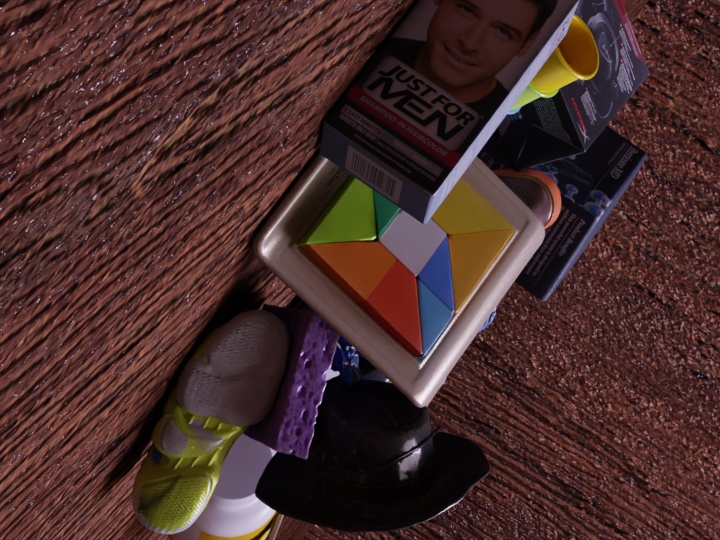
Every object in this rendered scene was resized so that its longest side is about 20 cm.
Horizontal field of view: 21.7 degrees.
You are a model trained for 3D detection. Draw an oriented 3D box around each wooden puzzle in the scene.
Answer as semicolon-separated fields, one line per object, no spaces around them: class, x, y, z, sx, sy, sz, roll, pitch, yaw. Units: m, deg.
wooden puzzle;0.038;-0.025;1.446;0.185;0.200;0.037;-53;-158;-20

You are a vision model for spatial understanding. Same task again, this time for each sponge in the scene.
sponge;-0.063;0.086;1.530;0.200;0.030;0.112;-177;-79;-76

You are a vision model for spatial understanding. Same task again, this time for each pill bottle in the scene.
pill bottle;-0.125;0.204;1.734;0.104;0.104;0.200;-52;173;-23

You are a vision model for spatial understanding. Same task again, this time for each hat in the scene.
hat;0.002;0.135;1.514;0.201;0.199;0.081;-44;130;-59

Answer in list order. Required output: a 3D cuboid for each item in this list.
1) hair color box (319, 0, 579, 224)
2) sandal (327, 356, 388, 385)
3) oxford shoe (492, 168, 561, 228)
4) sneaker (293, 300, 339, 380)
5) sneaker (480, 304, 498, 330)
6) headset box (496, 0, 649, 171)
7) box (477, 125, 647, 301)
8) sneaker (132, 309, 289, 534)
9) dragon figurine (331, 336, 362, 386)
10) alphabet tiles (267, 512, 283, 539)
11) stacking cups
hair color box;0.066;-0.145;1.402;0.200;0.099;0.061;-53;172;-20
sandal;-0.058;0.116;1.820;0.199;0.043;0.076;-29;-159;8
oxford shoe;0.067;-0.054;1.612;0.072;0.199;0.072;-32;114;-61
sneaker;-0.008;0.014;1.791;0.114;0.075;0.200;-61;177;37
sneaker;0.058;-0.043;1.540;0.077;0.201;0.085;-23;-166;9
headset box;0.171;-0.199;1.633;0.077;0.150;0.200;-14;-160;32
box;0.133;-0.095;1.700;0.107;0.199;0.148;-59;173;36
sneaker;-0.123;0.109;1.502;0.201;0.075;0.105;-57;-169;10
dragon figurine;0.000;0.000;1.560;0.099;0.201;0.059;12;146;-40
alphabet tiles;-0.074;0.226;1.808;0.200;0.008;0.168;-74;-175;-86
stacking cups;0.098;-0.147;1.536;0.199;0.061;0.061;-24;-164;38
